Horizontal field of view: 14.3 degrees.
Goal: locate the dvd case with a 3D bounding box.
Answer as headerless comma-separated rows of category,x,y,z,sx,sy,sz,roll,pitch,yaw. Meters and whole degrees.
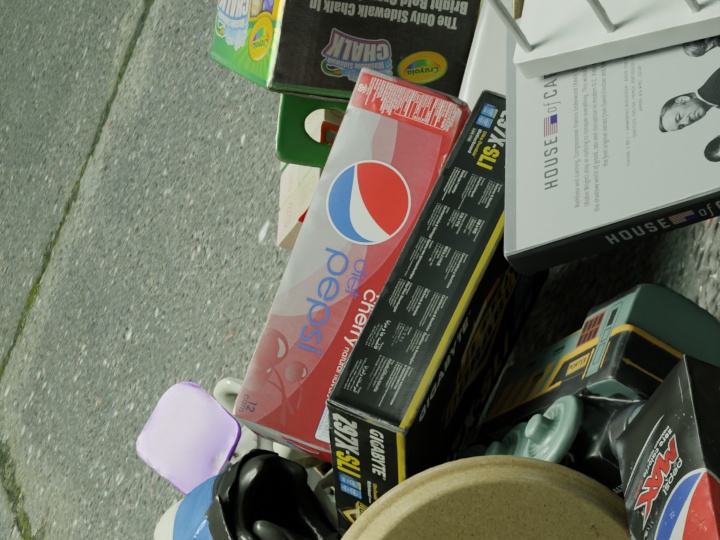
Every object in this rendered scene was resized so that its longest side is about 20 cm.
dvd case,0.161,-0.088,1.387,0.199,0.025,0.151,-18,49,26

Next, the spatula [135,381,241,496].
spatula,-0.043,0.132,1.615,0.057,0.200,0.021,-60,-19,11

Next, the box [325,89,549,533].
box,0.045,0.031,1.503,0.160,0.049,0.201,90,-155,-61

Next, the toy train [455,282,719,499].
toy train,0.110,0.081,1.446,0.200,0.085,0.114,-36,26,62

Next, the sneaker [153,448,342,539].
sneaker,-0.053,0.191,1.531,0.111,0.076,0.201,-43,43,41

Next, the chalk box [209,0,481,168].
chalk box,-0.008,-0.160,1.666,0.124,0.124,0.201,-144,63,-67

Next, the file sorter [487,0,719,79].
file sorter,0.148,-0.202,1.378,0.199,0.125,0.139,-12,47,30

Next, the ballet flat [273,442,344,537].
ballet flat,-0.003,0.110,1.597,0.200,0.072,0.068,52,134,32

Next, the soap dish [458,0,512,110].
soap dish,0.132,-0.126,1.558,0.200,0.081,0.158,-12,61,67

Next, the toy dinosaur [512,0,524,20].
toy dinosaur,0.082,-0.202,1.512,0.058,0.101,0.201,-6,75,37

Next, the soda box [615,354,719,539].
soda box,0.165,0.134,1.257,0.063,0.070,0.201,-55,25,35

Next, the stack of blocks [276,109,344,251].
stack of blocks,0.013,-0.024,1.728,0.059,0.115,0.201,-48,31,47

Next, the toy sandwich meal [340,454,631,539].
toy sandwich meal,0.064,0.188,1.338,0.070,0.204,0.206,120,165,-78

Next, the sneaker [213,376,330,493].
sneaker,-0.064,0.155,1.795,0.075,0.099,0.201,-46,33,45

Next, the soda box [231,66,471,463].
soda box,0.000,0.000,1.528,0.070,0.063,0.201,49,-119,-74
